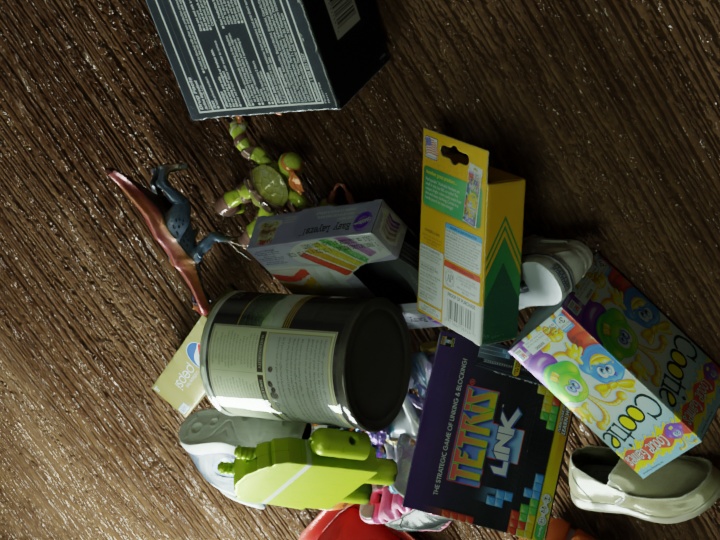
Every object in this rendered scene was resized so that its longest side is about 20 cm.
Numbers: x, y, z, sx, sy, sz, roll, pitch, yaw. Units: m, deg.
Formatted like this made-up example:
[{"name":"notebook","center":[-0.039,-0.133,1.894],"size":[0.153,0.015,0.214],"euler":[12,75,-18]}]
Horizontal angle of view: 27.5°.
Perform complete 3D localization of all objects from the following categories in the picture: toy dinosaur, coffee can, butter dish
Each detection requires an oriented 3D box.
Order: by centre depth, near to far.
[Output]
[{"name":"coffee can","center":[-0.062,0.100,1.663],"size":[0.198,0.147,0.148],"euler":[2,126,32]},{"name":"toy dinosaur","center":[-0.228,-0.034,1.773],"size":[0.104,0.198,0.184],"euler":[-3,92,54]},{"name":"butter dish","center":[-0.005,0.429,1.986],"size":[0.199,0.148,0.200],"euler":[39,138,1]}]

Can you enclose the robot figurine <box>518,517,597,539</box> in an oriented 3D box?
[{"name":"robot figurine","center":[0.261,0.379,1.779],"size":[0.199,0.117,0.144],"euler":[32,180,9]}]

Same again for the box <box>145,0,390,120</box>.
[{"name":"box","center":[-0.102,-0.272,1.497],"size":[0.196,0.123,0.202],"euler":[0,122,34]}]

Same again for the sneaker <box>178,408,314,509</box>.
[{"name":"sneaker","center":[-0.113,0.232,1.790],"size":[0.198,0.081,0.147],"euler":[-3,139,32]}]

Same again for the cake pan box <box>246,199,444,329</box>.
[{"name":"cake pan box","center":[0.000,0.000,1.660],"size":[0.198,0.053,0.184],"euler":[-5,144,38]}]

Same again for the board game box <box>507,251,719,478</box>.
[{"name":"board game box","center":[0.274,0.101,1.551],"size":[0.200,0.103,0.105],"euler":[42,137,-2]}]

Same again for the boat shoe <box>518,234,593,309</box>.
[{"name":"boat shoe","center":[0.176,-0.004,1.559],"size":[0.071,0.070,0.199],"euler":[58,157,-10]}]

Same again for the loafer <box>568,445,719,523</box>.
[{"name":"loafer","center":[0.313,0.234,1.653],"size":[0.198,0.076,0.069],"euler":[-8,126,40]}]

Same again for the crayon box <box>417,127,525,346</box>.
[{"name":"crayon box","center":[0.114,-0.039,1.521],"size":[0.125,0.051,0.203],"euler":[29,123,56]}]

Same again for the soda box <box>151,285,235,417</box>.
[{"name":"soda box","center":[-0.199,0.107,1.918],"size":[0.064,0.068,0.200],"euler":[40,138,0]}]

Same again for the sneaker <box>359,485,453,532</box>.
[{"name":"sneaker","center":[0.095,0.298,1.877],"size":[0.198,0.080,0.095],"euler":[-14,138,42]}]

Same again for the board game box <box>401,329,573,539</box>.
[{"name":"board game box","center":[0.147,0.183,1.630],"size":[0.163,0.203,0.057],"euler":[12,175,7]}]

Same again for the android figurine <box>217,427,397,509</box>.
[{"name":"android figurine","center":[-0.063,0.229,1.672],"size":[0.198,0.042,0.182],"euler":[11,147,-26]}]

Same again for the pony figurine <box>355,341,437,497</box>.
[{"name":"pony figurine","center":[0.072,0.184,1.747],"size":[0.192,0.166,0.203],"euler":[6,117,46]}]

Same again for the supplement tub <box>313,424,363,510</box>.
[{"name":"supplement tub","center":[-0.052,0.194,1.845],"size":[0.121,0.123,0.202],"euler":[5,127,32]}]

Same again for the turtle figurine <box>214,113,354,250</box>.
[{"name":"turtle figurine","center":[-0.099,-0.086,1.691],"size":[0.200,0.064,0.161],"euler":[43,137,-2]}]
